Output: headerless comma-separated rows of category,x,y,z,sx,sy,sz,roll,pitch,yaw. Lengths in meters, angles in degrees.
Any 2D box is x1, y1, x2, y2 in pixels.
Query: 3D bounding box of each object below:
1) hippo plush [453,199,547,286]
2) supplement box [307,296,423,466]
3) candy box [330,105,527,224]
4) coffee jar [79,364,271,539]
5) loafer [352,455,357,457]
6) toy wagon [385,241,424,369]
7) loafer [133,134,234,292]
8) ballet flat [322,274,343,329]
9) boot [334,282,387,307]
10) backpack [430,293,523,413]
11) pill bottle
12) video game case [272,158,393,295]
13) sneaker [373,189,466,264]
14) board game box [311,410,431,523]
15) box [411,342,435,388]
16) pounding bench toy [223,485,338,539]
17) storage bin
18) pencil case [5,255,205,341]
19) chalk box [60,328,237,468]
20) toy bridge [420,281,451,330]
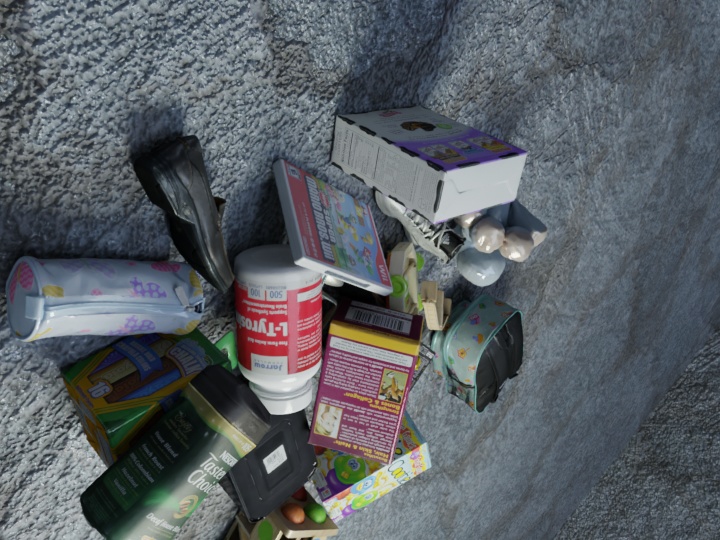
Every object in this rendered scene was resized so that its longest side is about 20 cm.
hippo plush,0.189,-0.061,1.123,0.158,0.201,0.161,-10,148,-37
supplement box,0.009,0.159,0.975,0.103,0.129,0.202,-66,169,-70
candy box,0.086,-0.148,0.882,0.167,0.199,0.072,-17,129,-39
coffee jar,-0.189,0.200,0.715,0.200,0.085,0.105,-48,144,-13
loafer,0.009,0.208,1.083,0.071,0.063,0.202,-4,118,-44
toy wagon,0.072,0.060,1.070,0.155,0.039,0.203,-44,133,-69
loafer,-0.178,-0.058,0.761,0.072,0.072,0.201,-42,142,-25
ballet flat,-0.059,0.024,0.945,0.074,0.074,0.202,-8,128,-45
boot,0.000,0.000,1.021,0.201,0.073,0.076,58,43,-48
backpack,0.227,0.143,1.286,0.176,0.153,0.201,-41,150,-23
pill bottle,-0.105,0.076,0.873,0.112,0.112,0.203,-16,115,-41
video game case,-0.032,-0.052,0.884,0.017,0.144,0.199,-28,153,26
sneaker,0.103,-0.081,1.019,0.076,0.115,0.200,-52,142,-5
board game box,0.011,0.330,1.171,0.198,0.105,0.104,-27,141,-11
box,0.036,0.170,1.178,0.159,0.050,0.200,-55,143,-2
pounding bench toy,-0.114,0.452,1.084,0.124,0.199,0.157,23,99,-49
storage bin,-0.152,0.257,0.996,0.135,0.093,0.202,-34,138,-27
pencil case,-0.264,0.031,0.711,0.199,0.090,0.084,4,114,-48
chalk box,-0.226,0.146,0.807,0.199,0.124,0.126,-29,135,-32
toy bridge,0.130,0.068,1.159,0.200,0.027,0.068,36,58,-71
